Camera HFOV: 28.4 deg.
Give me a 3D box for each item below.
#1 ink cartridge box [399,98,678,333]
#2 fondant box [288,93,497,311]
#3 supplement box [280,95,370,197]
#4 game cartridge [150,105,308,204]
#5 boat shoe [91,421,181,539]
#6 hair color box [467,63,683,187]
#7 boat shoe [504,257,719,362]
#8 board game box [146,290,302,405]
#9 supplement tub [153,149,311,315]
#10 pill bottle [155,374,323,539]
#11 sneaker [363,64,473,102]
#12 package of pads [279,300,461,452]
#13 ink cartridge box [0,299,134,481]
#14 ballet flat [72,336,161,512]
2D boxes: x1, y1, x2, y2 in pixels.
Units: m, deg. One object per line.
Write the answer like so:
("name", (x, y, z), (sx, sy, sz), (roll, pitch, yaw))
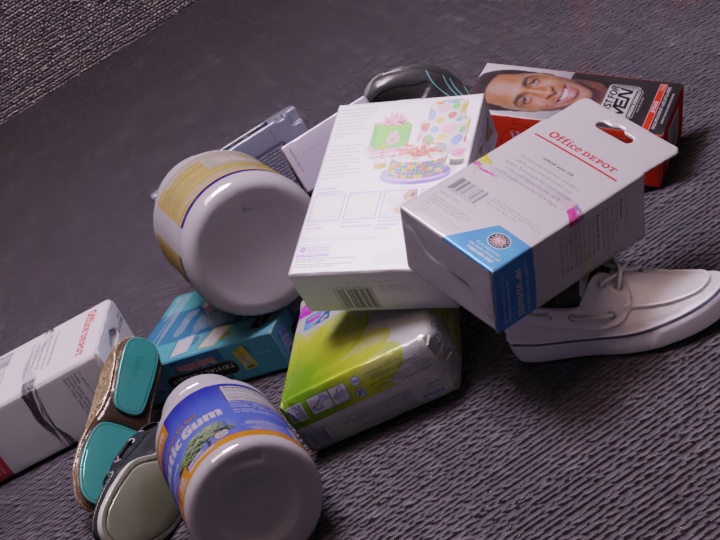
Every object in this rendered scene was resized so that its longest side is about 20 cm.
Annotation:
("ink cartridge box", (0.145, -0.048, 1.131), (0.200, 0.068, 0.115), (-32, 45, -22))
("fondant box", (0.032, -0.061, 1.255), (0.144, 0.058, 0.200), (-2, 53, 24))
("supplement box", (-0.017, -0.115, 1.574), (0.109, 0.061, 0.200), (-32, -10, 0))
("game cartridge", (-0.130, -0.087, 1.684), (0.200, 0.133, 0.042), (-33, 23, -6))
("boat shoe", (-0.195, 0.187, 1.278), (0.066, 0.075, 0.200), (-20, 24, 31))
("hair color box", (0.203, -0.143, 1.379), (0.199, 0.061, 0.102), (8, 39, 20))
("boat shoe", (0.196, 0.025, 1.132), (0.200, 0.065, 0.074), (-16, 26, 32))
("board game box", (-0.137, 0.062, 1.497), (0.200, 0.047, 0.151), (-17, 26, 30))
("supplement tub", (-0.132, -0.045, 1.462), (0.145, 0.146, 0.200), (-35, 23, -9))
("pill bottle", (-0.109, 0.156, 1.183), (0.112, 0.112, 0.200), (-34, 23, -7))
("sneaker", (0.101, -0.166, 1.540), (0.199, 0.076, 0.079), (11, 45, -5))
("package of pads", (0.016, 0.063, 1.278), (0.154, 0.068, 0.200), (-26, 23, 16))
("ink cartridge box", (-0.343, 0.134, 1.560), (0.200, 0.084, 0.144), (-28, 22, 9))
("ballet flat", (-0.241, 0.159, 1.398), (0.065, 0.070, 0.200), (-46, 23, 47))
